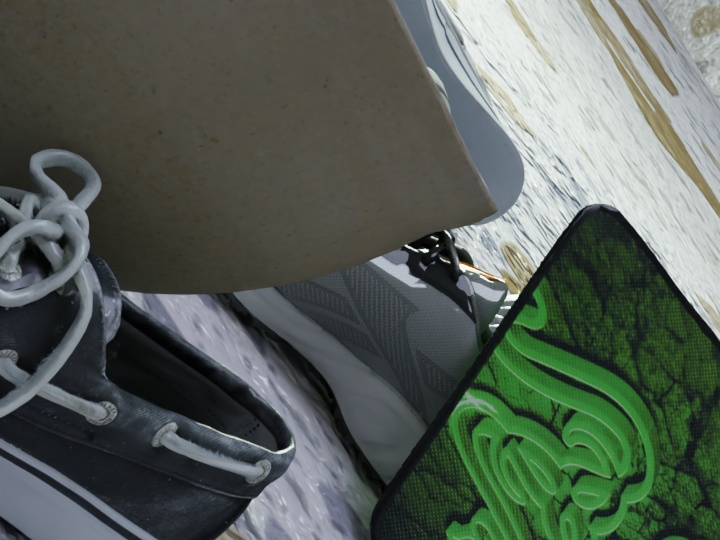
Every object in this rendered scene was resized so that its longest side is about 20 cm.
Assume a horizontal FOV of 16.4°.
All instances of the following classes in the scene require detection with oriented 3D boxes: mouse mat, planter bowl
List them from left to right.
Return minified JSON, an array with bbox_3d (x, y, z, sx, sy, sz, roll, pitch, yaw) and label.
[{"bbox_3d":[-0.066,-0.075,0.665,0.201,0.134,0.200,63,3,-5],"label":"planter bowl"},{"bbox_3d":[0.100,0.096,0.908,0.200,0.161,0.008,48,-25,-26],"label":"mouse mat"}]

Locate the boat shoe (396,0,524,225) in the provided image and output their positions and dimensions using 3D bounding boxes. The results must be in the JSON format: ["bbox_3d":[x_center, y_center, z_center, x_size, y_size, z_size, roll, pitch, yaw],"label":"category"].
[{"bbox_3d":[0.015,-0.112,1.275,0.201,0.073,0.065,61,5,-23],"label":"boat shoe"}]

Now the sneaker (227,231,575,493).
[{"bbox_3d":[0.000,0.000,0.892,0.200,0.079,0.074,50,15,-17],"label":"sneaker"}]

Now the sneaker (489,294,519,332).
[{"bbox_3d":[0.102,0.095,1.041,0.200,0.078,0.080,51,-36,40],"label":"sneaker"}]

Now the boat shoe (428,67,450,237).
[{"bbox_3d":[-0.002,-0.039,0.959,0.200,0.074,0.063,57,41,-71],"label":"boat shoe"}]

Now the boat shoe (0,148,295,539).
[{"bbox_3d":[-0.085,0.010,0.577,0.199,0.068,0.074,45,16,-39],"label":"boat shoe"}]
